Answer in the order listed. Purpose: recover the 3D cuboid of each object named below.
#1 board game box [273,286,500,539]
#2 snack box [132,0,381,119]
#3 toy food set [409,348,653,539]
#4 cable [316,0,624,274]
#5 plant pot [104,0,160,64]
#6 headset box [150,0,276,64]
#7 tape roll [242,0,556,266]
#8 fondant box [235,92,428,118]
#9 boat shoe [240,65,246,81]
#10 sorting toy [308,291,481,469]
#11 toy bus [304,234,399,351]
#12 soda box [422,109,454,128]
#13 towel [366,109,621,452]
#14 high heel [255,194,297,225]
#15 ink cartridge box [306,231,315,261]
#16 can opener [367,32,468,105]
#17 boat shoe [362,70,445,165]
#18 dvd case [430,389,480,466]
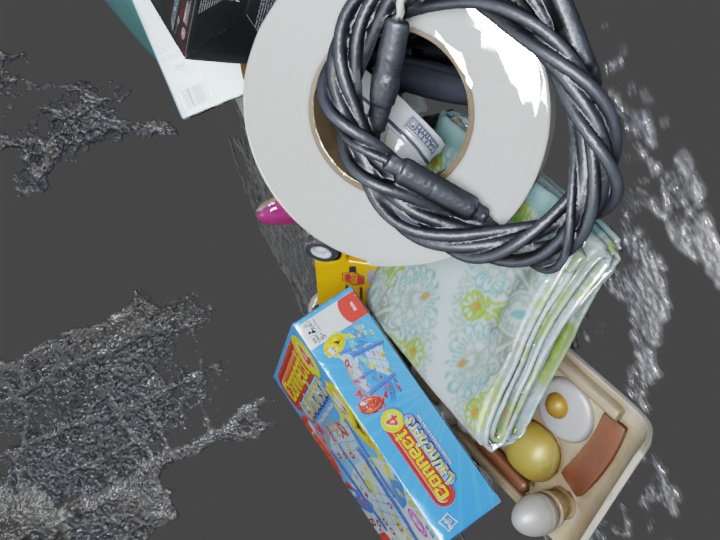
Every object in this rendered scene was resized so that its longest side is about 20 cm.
[{"bbox_3d":[0.011,0.132,0.871,0.196,0.056,0.200,54,163,10],"label":"board game box"},{"bbox_3d":[-0.077,-0.216,0.880,0.037,0.199,0.116,-107,-4,-81],"label":"snack box"},{"bbox_3d":[0.114,0.119,0.808,0.200,0.060,0.144,44,129,32],"label":"toy food set"},{"bbox_3d":[0.063,-0.084,0.620,0.200,0.163,0.051,67,-161,-10],"label":"cable"},{"bbox_3d":[-0.154,-0.289,1.162,0.161,0.200,0.201,56,173,-19],"label":"plant pot"},{"bbox_3d":[-0.102,-0.254,0.737,0.200,0.077,0.149,56,138,44],"label":"headset box"},{"bbox_3d":[0.023,-0.102,0.675,0.203,0.202,0.037,68,-159,-9],"label":"tape roll"},{"bbox_3d":[-0.048,-0.193,0.946,0.058,0.144,0.200,121,124,-79],"label":"fondant box"},{"bbox_3d":[-0.045,-0.219,0.797,0.200,0.069,0.074,108,150,-46],"label":"boat shoe"},{"bbox_3d":[0.046,0.109,1.043,0.036,0.185,0.201,-27,73,42],"label":"sorting toy"},{"bbox_3d":[0.000,0.000,0.913,0.200,0.078,0.065,89,-168,-57],"label":"toy bus"},{"bbox_3d":[0.078,-0.030,0.896,0.200,0.063,0.071,67,169,-9],"label":"soda box"},{"bbox_3d":[0.080,0.002,0.747,0.200,0.048,0.172,50,123,48],"label":"towel"},{"bbox_3d":[-0.005,-0.045,0.960,0.067,0.200,0.096,-16,94,43],"label":"high heel"},{"bbox_3d":[-0.024,-0.103,1.130,0.146,0.084,0.201,-174,67,-77],"label":"ink cartridge box"},{"bbox_3d":[0.046,-0.153,0.785,0.079,0.063,0.200,64,172,-30],"label":"can opener"},{"bbox_3d":[0.000,-0.107,0.803,0.072,0.066,0.200,43,-176,-31],"label":"boat shoe"},{"bbox_3d":[0.085,0.079,0.994,0.200,0.025,0.151,-54,-58,-73],"label":"dvd case"}]
